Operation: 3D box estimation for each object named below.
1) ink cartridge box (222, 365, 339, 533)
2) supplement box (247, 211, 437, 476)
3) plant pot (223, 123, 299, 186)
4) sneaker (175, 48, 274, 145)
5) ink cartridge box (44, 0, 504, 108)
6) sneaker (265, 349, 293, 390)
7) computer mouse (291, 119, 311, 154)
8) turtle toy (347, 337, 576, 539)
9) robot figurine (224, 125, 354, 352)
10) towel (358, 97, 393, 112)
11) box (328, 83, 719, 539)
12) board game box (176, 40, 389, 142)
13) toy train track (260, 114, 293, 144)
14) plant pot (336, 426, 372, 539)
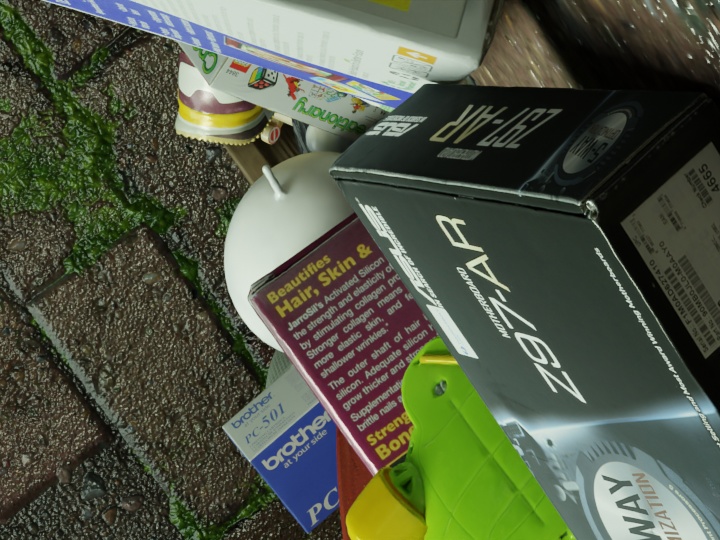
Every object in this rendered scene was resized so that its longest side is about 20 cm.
[{"bbox_3d":[0.012,0.076,1.266,0.044,0.200,0.094,44,171,46],"label":"ink cartridge box"},{"bbox_3d":[0.054,0.057,0.923,0.201,0.130,0.103,55,178,3],"label":"supplement box"},{"bbox_3d":[-0.048,-0.076,1.858,0.202,0.092,0.201,54,178,3],"label":"plant pot"},{"bbox_3d":[-0.074,-0.159,1.269,0.200,0.074,0.091,-77,-4,-62],"label":"sneaker"},{"bbox_3d":[-0.059,-0.101,0.619,0.198,0.047,0.198,18,-179,-2],"label":"ink cartridge box"},{"bbox_3d":[0.005,0.038,1.336,0.070,0.201,0.080,2,144,49],"label":"sneaker"},{"bbox_3d":[-0.010,-0.091,1.224,0.200,0.052,0.139,81,164,-66],"label":"computer mouse"},{"bbox_3d":[0.075,0.080,0.764,0.101,0.146,0.200,28,-163,-38],"label":"turtle toy"},{"bbox_3d":[0.000,0.000,1.064,0.199,0.112,0.171,21,-122,-55],"label":"robot figurine"},{"bbox_3d":[-0.066,-0.146,0.800,0.199,0.031,0.150,27,161,27],"label":"towel"},{"bbox_3d":[0.088,0.040,0.531,0.201,0.043,0.160,56,165,-19],"label":"box"},{"bbox_3d":[-0.069,-0.151,1.065,0.126,0.035,0.200,18,-154,-42],"label":"board game box"},{"bbox_3d":[-0.021,-0.079,1.393,0.114,0.033,0.200,26,174,30],"label":"toy train track"},{"bbox_3d":[0.089,0.155,1.182,0.200,0.198,0.177,57,-171,-61],"label":"plant pot"}]
